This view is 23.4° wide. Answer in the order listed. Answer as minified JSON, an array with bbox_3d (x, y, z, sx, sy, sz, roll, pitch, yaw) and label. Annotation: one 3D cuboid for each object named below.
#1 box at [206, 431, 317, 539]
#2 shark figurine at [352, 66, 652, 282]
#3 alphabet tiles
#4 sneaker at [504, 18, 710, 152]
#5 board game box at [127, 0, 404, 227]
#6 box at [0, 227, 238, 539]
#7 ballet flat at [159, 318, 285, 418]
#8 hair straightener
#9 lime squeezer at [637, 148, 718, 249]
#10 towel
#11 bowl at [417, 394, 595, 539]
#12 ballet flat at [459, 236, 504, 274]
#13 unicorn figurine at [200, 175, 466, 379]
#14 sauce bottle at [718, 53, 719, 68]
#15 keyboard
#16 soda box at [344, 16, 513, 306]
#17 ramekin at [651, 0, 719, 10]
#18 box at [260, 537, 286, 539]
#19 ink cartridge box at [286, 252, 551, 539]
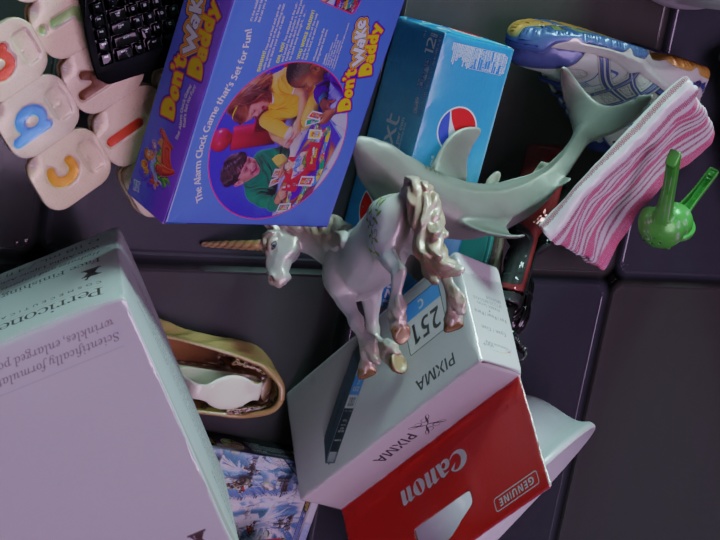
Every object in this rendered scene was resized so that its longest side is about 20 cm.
[{"bbox_3d":[-0.131,0.184,1.259,0.199,0.040,0.138,14,99,-34],"label":"box"},{"bbox_3d":[0.104,-0.053,1.205,0.213,0.089,0.129,-17,116,-22],"label":"shark figurine"},{"bbox_3d":[-0.139,-0.135,1.059,0.195,0.015,0.201,-38,122,-16],"label":"alphabet tiles"},{"bbox_3d":[0.184,-0.132,1.310,0.199,0.075,0.089,11,104,-37],"label":"sneaker"},{"bbox_3d":[-0.051,-0.126,1.061,0.134,0.045,0.201,0,118,-43],"label":"board game box"},{"bbox_3d":[-0.204,0.111,1.095,0.198,0.131,0.201,-21,114,-3],"label":"box"},{"bbox_3d":[-0.139,0.066,1.198,0.199,0.063,0.069,8,105,-32],"label":"ballet flat"},{"bbox_3d":[0.125,-0.001,1.282,0.041,0.201,0.077,6,138,7],"label":"hair straightener"},{"bbox_3d":[0.235,-0.051,1.309,0.200,0.038,0.071,1,98,-70],"label":"lime squeezer"},{"bbox_3d":[0.201,-0.066,1.264,0.146,0.030,0.200,-48,166,7],"label":"towel"},{"bbox_3d":[0.079,0.160,1.323,0.201,0.090,0.201,-44,167,-13],"label":"bowl"},{"bbox_3d":[0.060,0.042,1.315,0.069,0.069,0.201,27,91,-35],"label":"ballet flat"},{"bbox_3d":[0.000,0.000,1.170,0.074,0.200,0.138,1,64,-48],"label":"unicorn figurine"},{"bbox_3d":[0.335,-0.092,1.425,0.065,0.065,0.201,-32,122,-18],"label":"sauce bottle"},{"bbox_3d":[-0.076,-0.185,1.050,0.199,0.040,0.105,-23,118,-25],"label":"keyboard"},{"bbox_3d":[0.043,-0.075,1.253,0.064,0.068,0.201,9,102,-33],"label":"soda box"},{"bbox_3d":[0.287,-0.289,1.306,0.199,0.098,0.202,-11,112,-27],"label":"ramekin"},{"bbox_3d":[-0.098,0.299,1.245,0.095,0.100,0.201,-3,129,-23],"label":"box"},{"bbox_3d":[0.033,0.114,1.201,0.045,0.177,0.200,19,135,-35],"label":"ink cartridge box"}]
